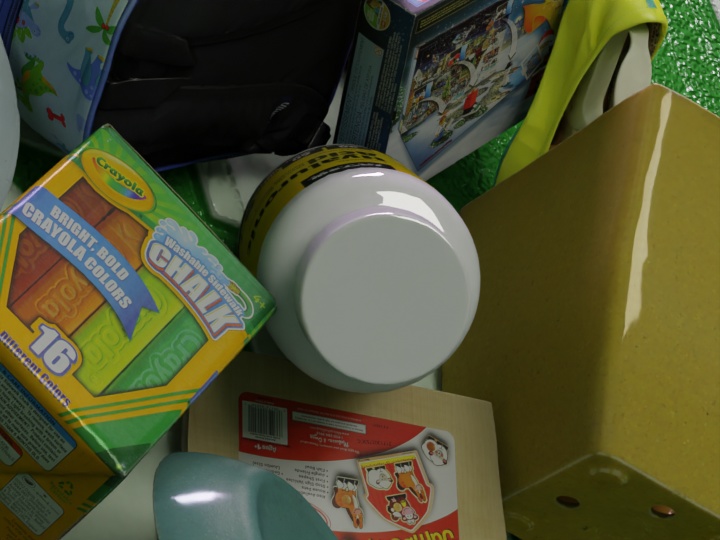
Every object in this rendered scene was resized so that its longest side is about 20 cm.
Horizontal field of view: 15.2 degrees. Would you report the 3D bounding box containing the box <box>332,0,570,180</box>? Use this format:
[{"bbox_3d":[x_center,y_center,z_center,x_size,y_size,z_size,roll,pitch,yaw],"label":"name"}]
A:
[{"bbox_3d":[0.069,-0.131,1.497,0.038,0.137,0.200,35,46,25],"label":"box"}]

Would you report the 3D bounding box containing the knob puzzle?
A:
[{"bbox_3d":[-0.010,0.146,1.357,0.219,0.030,0.221,14,58,-24],"label":"knob puzzle"}]

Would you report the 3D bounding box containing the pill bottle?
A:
[{"bbox_3d":[0.000,0.000,1.351,0.111,0.111,0.200,38,2,-11],"label":"pill bottle"}]

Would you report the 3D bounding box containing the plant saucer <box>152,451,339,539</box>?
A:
[{"bbox_3d":[-0.024,0.163,1.220,0.200,0.036,0.200,56,13,-20],"label":"plant saucer"}]

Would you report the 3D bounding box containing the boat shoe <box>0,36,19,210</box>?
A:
[{"bbox_3d":[-0.227,-0.109,1.350,0.071,0.091,0.201,-4,88,-43],"label":"boat shoe"}]

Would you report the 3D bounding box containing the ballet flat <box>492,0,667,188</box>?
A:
[{"bbox_3d":[0.126,-0.079,1.531,0.067,0.201,0.067,-7,40,-33],"label":"ballet flat"}]

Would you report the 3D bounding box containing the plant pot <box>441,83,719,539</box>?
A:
[{"bbox_3d":[0.158,0.058,1.466,0.195,0.194,0.201,31,55,-20],"label":"plant pot"}]

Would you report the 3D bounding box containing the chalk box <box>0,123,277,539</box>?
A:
[{"bbox_3d":[-0.134,0.028,1.272,0.125,0.124,0.200,45,40,-4],"label":"chalk box"}]

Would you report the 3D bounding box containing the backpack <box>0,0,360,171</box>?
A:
[{"bbox_3d":[-0.100,-0.145,1.404,0.147,0.184,0.200,37,33,24],"label":"backpack"}]

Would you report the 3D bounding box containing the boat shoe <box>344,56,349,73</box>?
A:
[{"bbox_3d":[0.011,-0.141,1.583,0.199,0.072,0.065,25,51,-21],"label":"boat shoe"}]
